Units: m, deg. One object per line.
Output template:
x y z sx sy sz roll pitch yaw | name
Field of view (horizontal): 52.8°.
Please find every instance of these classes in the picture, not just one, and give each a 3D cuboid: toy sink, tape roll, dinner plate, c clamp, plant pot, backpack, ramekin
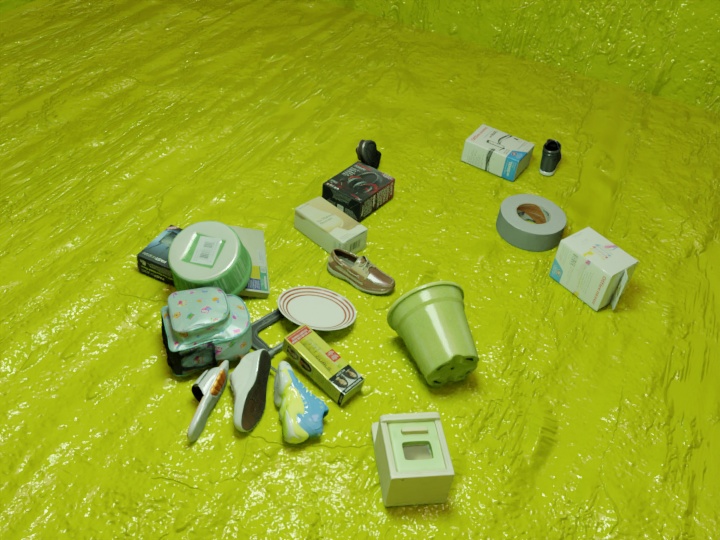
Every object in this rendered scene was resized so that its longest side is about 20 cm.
0.102 0.363 1.486 0.129 0.113 0.201 0 41 -9 | toy sink
0.508 -0.145 2.166 0.199 0.066 0.201 4 42 -4 | tape roll
-0.109 0.099 1.802 0.199 0.024 0.201 12 26 -6 | dinner plate
-0.188 0.159 1.749 0.170 0.027 0.200 28 46 30 | c clamp
0.183 0.159 1.694 0.199 0.201 0.185 -9 55 -18 | plant pot
-0.348 0.129 1.664 0.198 0.154 0.176 -6 37 -21 | backpack
-0.370 -0.024 1.764 0.198 0.098 0.201 -2 58 3 | ramekin

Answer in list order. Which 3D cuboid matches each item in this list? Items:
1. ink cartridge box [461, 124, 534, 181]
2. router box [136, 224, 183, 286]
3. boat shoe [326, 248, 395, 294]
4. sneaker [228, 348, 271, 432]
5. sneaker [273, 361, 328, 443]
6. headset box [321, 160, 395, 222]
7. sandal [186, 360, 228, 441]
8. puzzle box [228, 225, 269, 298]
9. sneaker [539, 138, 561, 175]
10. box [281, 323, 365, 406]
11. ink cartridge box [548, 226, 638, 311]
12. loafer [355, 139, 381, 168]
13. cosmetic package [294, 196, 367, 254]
0.459 -0.397 2.432 0.199 0.085 0.146 27 45 20 | ink cartridge box
-0.457 -0.027 1.890 0.199 0.062 0.150 20 43 14 | router box
0.000 0.000 1.919 0.199 0.072 0.076 21 43 15 | boat shoe
-0.254 0.268 1.594 0.084 0.073 0.201 -14 42 24 | sneaker
-0.129 0.287 1.582 0.104 0.076 0.201 5 47 -21 | sneaker
0.000 -0.246 2.199 0.148 0.075 0.200 29 45 26 | headset box
-0.341 0.268 1.556 0.059 0.080 0.207 16 43 6 | sandal
-0.307 -0.025 1.871 0.132 0.025 0.201 9 53 -27 | puzzle box
0.656 -0.411 2.467 0.070 0.100 0.200 16 40 12 | sneaker
-0.086 0.213 1.656 0.200 0.050 0.075 41 49 22 | box
0.640 0.002 1.969 0.125 0.129 0.200 -24 50 -31 | ink cartridge box
0.013 -0.364 2.283 0.070 0.200 0.074 15 86 12 | loafer
-0.085 -0.120 2.045 0.200 0.071 0.105 35 48 28 | cosmetic package
